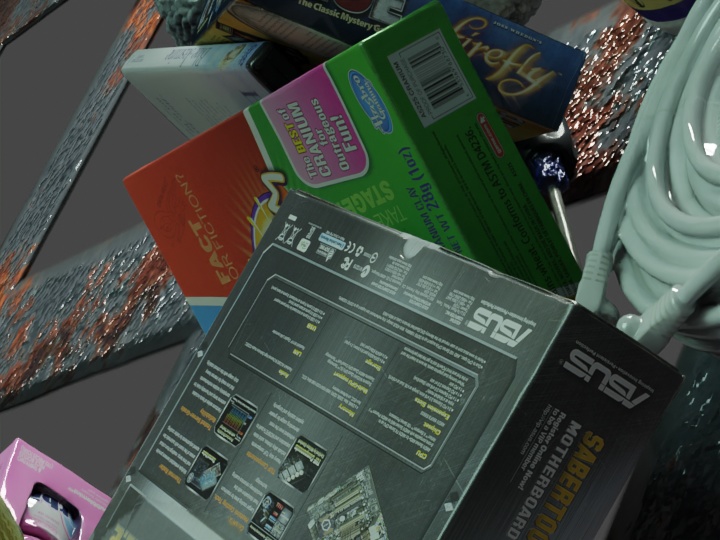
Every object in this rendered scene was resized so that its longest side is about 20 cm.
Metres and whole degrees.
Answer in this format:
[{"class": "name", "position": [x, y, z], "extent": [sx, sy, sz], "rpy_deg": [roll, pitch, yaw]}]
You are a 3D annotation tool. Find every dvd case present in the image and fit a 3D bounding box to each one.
[{"class": "dvd case", "position": [-0.027, -0.046, 1.040], "extent": [0.018, 0.143, 0.200], "rpy_deg": [-49, 18, -11]}]

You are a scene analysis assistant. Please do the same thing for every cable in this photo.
[{"class": "cable", "position": [0.162, -0.056, 0.733], "extent": [0.200, 0.069, 0.200], "rpy_deg": [-33, 29, 45]}]

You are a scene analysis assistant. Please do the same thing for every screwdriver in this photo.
[{"class": "screwdriver", "position": [0.080, -0.028, 0.929], "extent": [0.200, 0.028, 0.029], "rpy_deg": [-98, 18, -67]}]

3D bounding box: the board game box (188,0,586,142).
[{"class": "board game box", "position": [0.004, -0.091, 0.980], "extent": [0.200, 0.135, 0.035], "rpy_deg": [179, 113, -80]}]

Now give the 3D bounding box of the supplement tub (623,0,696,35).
[{"class": "supplement tub", "position": [0.097, -0.200, 0.912], "extent": [0.145, 0.200, 0.146], "rpy_deg": [-46, 22, 24]}]

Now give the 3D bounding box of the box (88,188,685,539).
[{"class": "box", "position": [-0.004, 0.067, 0.738], "extent": [0.159, 0.048, 0.200], "rpy_deg": [-61, 28, -3]}]

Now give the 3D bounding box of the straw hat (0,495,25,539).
[{"class": "straw hat", "position": [-0.168, 0.143, 0.925], "extent": [0.200, 0.085, 0.202], "rpy_deg": [0, 91, 35]}]

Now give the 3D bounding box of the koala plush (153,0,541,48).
[{"class": "koala plush", "position": [-0.013, -0.169, 1.194], "extent": [0.177, 0.184, 0.200], "rpy_deg": [-47, 10, 22]}]

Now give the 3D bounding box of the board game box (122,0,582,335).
[{"class": "board game box", "position": [0.000, 0.000, 0.898], "extent": [0.040, 0.153, 0.200], "rpy_deg": [-31, 4, -32]}]

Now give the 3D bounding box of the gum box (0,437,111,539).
[{"class": "gum box", "position": [-0.212, 0.186, 1.215], "extent": [0.200, 0.066, 0.114], "rpy_deg": [-42, 23, 34]}]
